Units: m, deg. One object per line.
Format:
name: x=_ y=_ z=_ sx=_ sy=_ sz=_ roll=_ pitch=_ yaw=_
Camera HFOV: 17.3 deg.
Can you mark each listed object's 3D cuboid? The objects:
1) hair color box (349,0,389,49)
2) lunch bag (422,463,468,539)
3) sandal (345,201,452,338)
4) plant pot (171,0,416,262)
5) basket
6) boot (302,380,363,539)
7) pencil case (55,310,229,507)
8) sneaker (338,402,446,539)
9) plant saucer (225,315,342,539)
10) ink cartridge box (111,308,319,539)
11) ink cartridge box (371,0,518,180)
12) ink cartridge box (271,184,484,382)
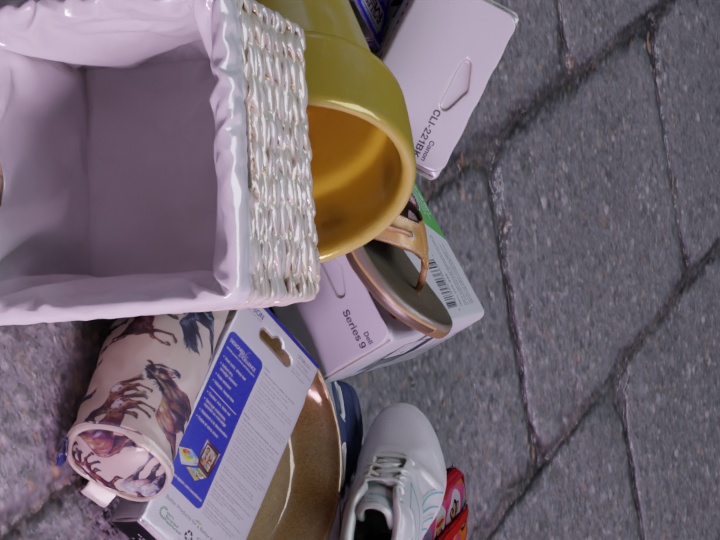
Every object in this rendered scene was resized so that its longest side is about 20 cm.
hair color box: x=-0.026 y=-0.265 z=1.881 sx=0.065 sy=0.109 sz=0.201 roll=60 pitch=35 yaw=-46
lunch bag: x=0.033 y=0.235 z=1.917 sx=0.200 sy=0.081 sz=0.177 roll=-34 pitch=126 yaw=-71
sandal: x=0.016 y=-0.039 z=1.768 sx=0.201 sy=0.054 sz=0.080 roll=61 pitch=23 yaw=4
plant pot: x=-0.070 y=-0.131 z=1.677 sx=0.201 sy=0.200 sz=0.190 roll=50 pitch=25 yaw=-53
basket: x=-0.137 y=-0.069 z=1.478 sx=0.161 sy=0.199 sz=0.200 roll=3 pitch=83 yaw=-68
boot: x=-0.030 y=0.172 z=1.827 sx=0.090 sy=0.072 sz=0.201 roll=28 pitch=60 yaw=-56
pencil case: x=-0.141 y=0.059 z=1.595 sx=0.078 sy=0.089 sz=0.201 roll=36 pitch=46 yaw=-23
sneaker: x=0.023 y=0.177 z=1.787 sx=0.080 sy=0.070 sz=0.201 roll=79 pitch=17 yaw=-50
plant saucer: x=-0.089 y=0.134 z=1.708 sx=0.200 sy=0.035 sz=0.202 roll=14 pitch=72 yaw=-50
ink cartridge box: x=-0.098 y=0.119 z=1.643 sx=0.095 sy=0.037 sz=0.201 roll=49 pitch=51 yaw=-33
ink cartridge box: x=0.046 y=-0.160 z=1.889 sx=0.145 sy=0.083 sz=0.200 roll=-63 pitch=-171 yaw=3
ink cartridge box: x=0.000 y=0.000 z=1.867 sx=0.147 sy=0.084 sz=0.200 roll=63 pitch=23 yaw=8
